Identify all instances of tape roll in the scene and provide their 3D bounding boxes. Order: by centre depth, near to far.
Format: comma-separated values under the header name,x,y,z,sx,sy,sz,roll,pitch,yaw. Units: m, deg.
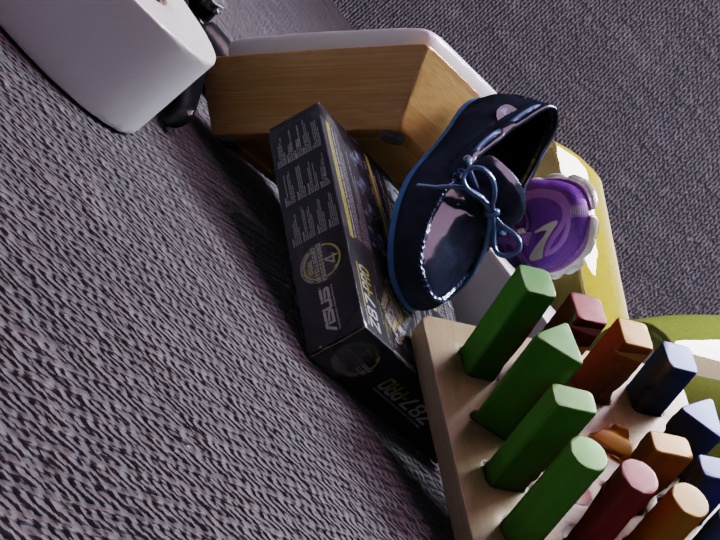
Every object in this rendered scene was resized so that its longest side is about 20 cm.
name,x,y,z,sx,sy,sz,roll,pitch,yaw
tape roll,-0.178,-0.181,1.211,0.203,0.071,0.202,49,7,-9

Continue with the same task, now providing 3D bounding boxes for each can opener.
name,x,y,z,sx,sy,sz,roll,pitch,yaw
can opener,-0.133,-0.160,1.409,0.063,0.078,0.200,51,15,-33

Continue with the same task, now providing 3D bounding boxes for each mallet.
name,x,y,z,sx,sy,sz,roll,pitch,yaw
mallet,-0.122,-0.148,1.532,0.066,0.041,0.200,51,12,-9

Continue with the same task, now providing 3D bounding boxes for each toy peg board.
name,x,y,z,sx,sy,sz,roll,pitch,yaw
toy peg board,0.153,0.100,1.198,0.198,0.098,0.200,13,43,-24

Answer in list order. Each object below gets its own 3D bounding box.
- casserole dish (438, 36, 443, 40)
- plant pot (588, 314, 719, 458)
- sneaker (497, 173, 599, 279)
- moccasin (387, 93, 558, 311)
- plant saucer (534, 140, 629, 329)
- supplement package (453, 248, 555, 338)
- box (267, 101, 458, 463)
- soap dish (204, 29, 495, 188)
name,x,y,z,sx,sy,sz,roll,pitch,yaw
casserole dish,-0.002,-0.148,1.679,0.200,0.121,0.039,-26,-101,62
plant pot,0.245,0.106,1.430,0.200,0.187,0.187,23,25,-44
sneaker,0.092,-0.034,1.501,0.083,0.200,0.081,4,87,-48
moccasin,0.076,-0.056,1.306,0.081,0.068,0.200,59,41,-37
plant saucer,0.171,0.006,1.661,0.200,0.048,0.201,141,-61,-74
supplement package,0.104,0.071,1.473,0.110,0.114,0.200,54,8,33
box,0.011,0.008,1.316,0.161,0.049,0.200,45,24,-46
soap dish,0.000,-0.106,1.450,0.199,0.082,0.157,1,-23,34
